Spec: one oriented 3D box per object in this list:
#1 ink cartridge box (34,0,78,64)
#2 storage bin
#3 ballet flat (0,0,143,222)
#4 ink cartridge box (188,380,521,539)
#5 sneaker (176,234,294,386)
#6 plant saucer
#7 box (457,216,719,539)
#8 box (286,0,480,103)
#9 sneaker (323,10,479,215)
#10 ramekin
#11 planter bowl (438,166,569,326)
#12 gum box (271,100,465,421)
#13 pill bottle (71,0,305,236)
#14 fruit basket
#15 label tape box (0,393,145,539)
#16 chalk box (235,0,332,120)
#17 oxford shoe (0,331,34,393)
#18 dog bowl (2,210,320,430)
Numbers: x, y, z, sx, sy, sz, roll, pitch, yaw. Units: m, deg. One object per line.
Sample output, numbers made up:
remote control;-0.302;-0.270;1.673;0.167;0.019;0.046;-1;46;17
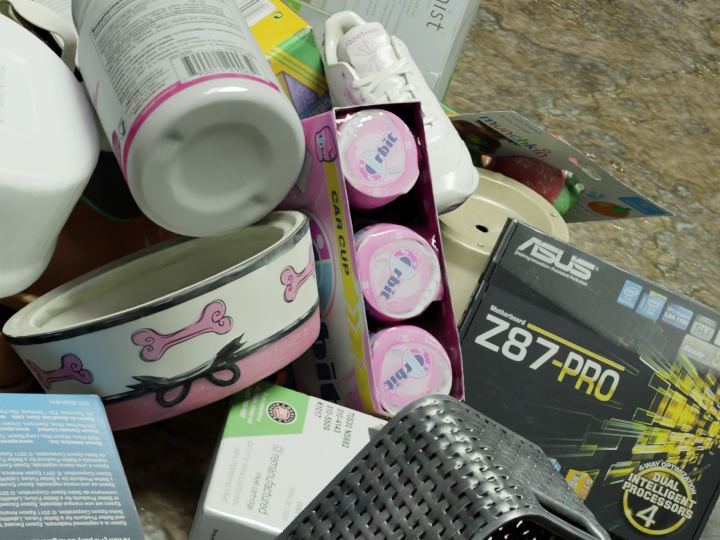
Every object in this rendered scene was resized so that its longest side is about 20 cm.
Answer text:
ink cartridge box;-0.257;-0.149;1.581;0.057;0.200;0.163;-12;15;39
storage bin;0.024;0.176;1.121;0.135;0.200;0.094;32;16;-49
ballet flat;-0.206;-0.123;1.482;0.200;0.068;0.068;48;40;13
ink cartridge box;0.002;0.158;1.278;0.200;0.084;0.145;18;30;-4
sneaker;-0.075;-0.013;1.459;0.075;0.200;0.078;-11;-5;30
plant saucer;-0.217;-0.038;1.473;0.200;0.037;0.200;21;41;-20
box;0.153;0.078;1.408;0.200;0.161;0.049;26;3;-1
box;-0.009;-0.186;1.714;0.176;0.200;0.097;22;30;6
sneaker;0.015;-0.104;1.450;0.075;0.100;0.200;-26;37;-5
ramekin;-0.260;-0.086;1.360;0.200;0.098;0.201;28;33;-20
planter bowl;0.067;0.011;1.507;0.200;0.135;0.200;15;30;-9
gum box;0.000;0.000;1.376;0.066;0.200;0.113;-9;0;-27
pill bottle;-0.117;-0.122;1.385;0.113;0.113;0.200;4;36;-26
fruit basket;0.099;-0.064;1.594;0.185;0.094;0.200;29;-15;-38
label tape box;-0.193;0.158;1.179;0.144;0.063;0.200;3;43;-27
chalk box;-0.092;-0.105;1.576;0.124;0.200;0.124;-33;50;-14
oxford shoe;-0.284;0.014;1.357;0.200;0.071;0.071;31;30;15
dog bowl;-0.114;0.033;1.332;0.200;0.074;0.200;-20;11;4
